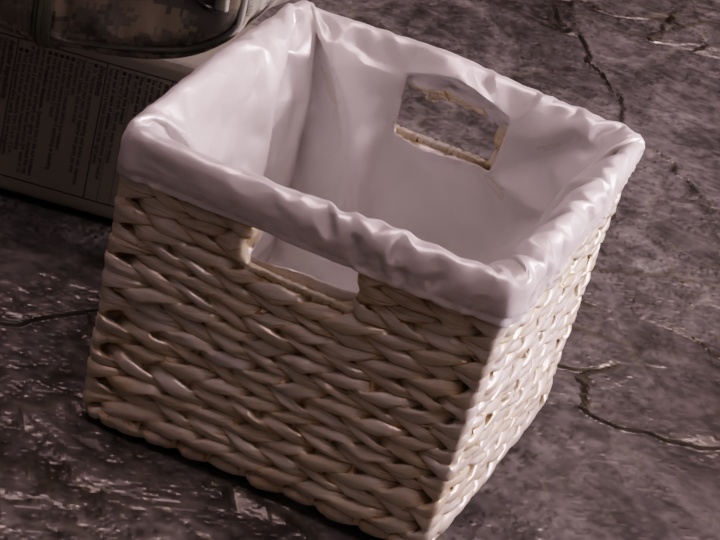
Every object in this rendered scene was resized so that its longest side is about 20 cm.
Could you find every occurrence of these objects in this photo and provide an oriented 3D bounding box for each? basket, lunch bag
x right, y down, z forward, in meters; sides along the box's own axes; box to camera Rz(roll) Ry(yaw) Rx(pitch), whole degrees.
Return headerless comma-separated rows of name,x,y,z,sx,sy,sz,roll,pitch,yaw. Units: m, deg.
basket,0.000,0.000,1.163,0.197,0.161,0.200,22,28,14
lunch bag,-0.093,-0.185,1.264,0.167,0.140,0.200,23,25,12

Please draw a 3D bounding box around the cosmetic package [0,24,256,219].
cosmetic package,-0.142,-0.094,1.327,0.199,0.104,0.087,17,27,2
